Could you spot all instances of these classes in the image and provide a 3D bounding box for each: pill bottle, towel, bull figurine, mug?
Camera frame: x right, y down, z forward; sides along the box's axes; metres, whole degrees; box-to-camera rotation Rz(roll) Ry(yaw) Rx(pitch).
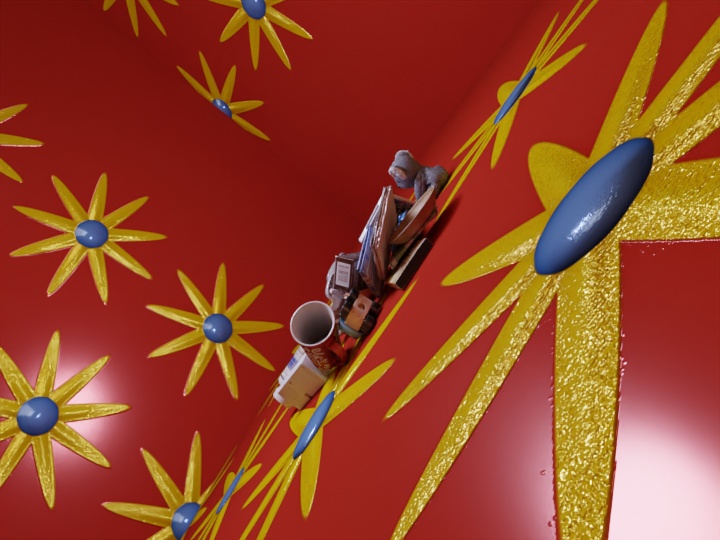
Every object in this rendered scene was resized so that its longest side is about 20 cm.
[{"bbox_3d":[-0.213,0.367,1.910,0.203,0.109,0.111,-56,5,-1],"label":"pill bottle"},{"bbox_3d":[0.043,-0.022,1.634,0.201,0.023,0.152,52,-133,-59],"label":"towel"},{"bbox_3d":[-0.069,0.137,1.751,0.120,0.065,0.201,-39,-36,-6],"label":"bull figurine"},{"bbox_3d":[0.069,-0.107,1.582,0.192,0.031,0.207,71,-151,-62],"label":"towel"},{"bbox_3d":[0.152,-0.100,1.578,0.201,0.023,0.153,-50,5,18],"label":"towel"},{"bbox_3d":[-0.112,0.217,1.602,0.129,0.181,0.202,-20,-33,-4],"label":"mug"}]

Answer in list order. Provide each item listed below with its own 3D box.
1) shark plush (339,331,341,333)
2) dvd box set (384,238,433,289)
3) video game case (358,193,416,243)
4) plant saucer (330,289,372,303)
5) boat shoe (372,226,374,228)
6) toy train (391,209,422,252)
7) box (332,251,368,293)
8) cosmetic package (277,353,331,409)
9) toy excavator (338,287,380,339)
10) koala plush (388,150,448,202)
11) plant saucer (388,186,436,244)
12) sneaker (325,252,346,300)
[{"bbox_3d":[-0.114,0.199,1.860,0.195,0.093,0.083,-24,-8,-18],"label":"shark plush"},{"bbox_3d":[0.129,-0.018,1.530,0.148,0.029,0.200,-56,5,-2],"label":"dvd box set"},{"bbox_3d":[0.104,-0.159,1.848,0.196,0.023,0.186,10,-64,-45],"label":"video game case"},{"bbox_3d":[-0.010,0.068,1.866,0.194,0.039,0.200,-25,10,4],"label":"plant saucer"},{"bbox_3d":[0.067,-0.083,1.803,0.075,0.074,0.206,-45,-24,-32],"label":"boat shoe"},{"bbox_3d":[0.141,-0.119,1.758,0.116,0.085,0.201,-59,4,18],"label":"toy train"},{"bbox_3d":[0.000,0.000,1.694,0.197,0.073,0.104,-10,-71,-55],"label":"box"},{"bbox_3d":[-0.178,0.349,1.762,0.201,0.100,0.075,-53,5,42],"label":"cosmetic package"},{"bbox_3d":[-0.019,0.147,1.623,0.203,0.098,0.196,-62,-1,38],"label":"toy excavator"},{"bbox_3d":[0.190,-0.328,1.934,0.185,0.198,0.179,-49,7,41],"label":"koala plush"},{"bbox_3d":[0.153,-0.143,1.542,0.202,0.035,0.200,-52,6,8],"label":"plant saucer"},{"bbox_3d":[-0.080,0.035,1.858,0.082,0.074,0.203,-44,17,37],"label":"sneaker"}]
